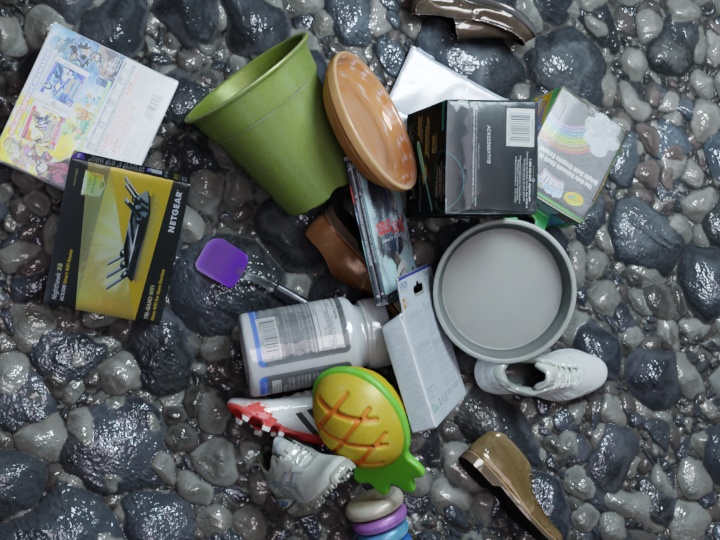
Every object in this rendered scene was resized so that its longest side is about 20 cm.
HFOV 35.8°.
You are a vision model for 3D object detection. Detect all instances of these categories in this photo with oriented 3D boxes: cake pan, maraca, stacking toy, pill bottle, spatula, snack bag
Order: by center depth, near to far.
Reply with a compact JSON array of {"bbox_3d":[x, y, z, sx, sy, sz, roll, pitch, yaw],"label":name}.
[{"bbox_3d":[0.009,0.212,1.467,0.107,0.136,0.201,-45,115,-46],"label":"maraca"},{"bbox_3d":[-0.061,0.099,1.515,0.198,0.114,0.115,-9,90,-10],"label":"pill bottle"},{"bbox_3d":[-0.131,0.020,1.551,0.199,0.021,0.057,28,101,-15],"label":"spatula"},{"bbox_3d":[0.047,0.408,1.553,0.085,0.085,0.202,-19,96,-13],"label":"stacking toy"},{"bbox_3d":[0.200,0.028,1.558,0.198,0.037,0.202,0,96,2],"label":"cake pan"},{"bbox_3d":[0.116,-0.198,1.617,0.188,0.021,0.201,27,82,-10],"label":"snack bag"}]

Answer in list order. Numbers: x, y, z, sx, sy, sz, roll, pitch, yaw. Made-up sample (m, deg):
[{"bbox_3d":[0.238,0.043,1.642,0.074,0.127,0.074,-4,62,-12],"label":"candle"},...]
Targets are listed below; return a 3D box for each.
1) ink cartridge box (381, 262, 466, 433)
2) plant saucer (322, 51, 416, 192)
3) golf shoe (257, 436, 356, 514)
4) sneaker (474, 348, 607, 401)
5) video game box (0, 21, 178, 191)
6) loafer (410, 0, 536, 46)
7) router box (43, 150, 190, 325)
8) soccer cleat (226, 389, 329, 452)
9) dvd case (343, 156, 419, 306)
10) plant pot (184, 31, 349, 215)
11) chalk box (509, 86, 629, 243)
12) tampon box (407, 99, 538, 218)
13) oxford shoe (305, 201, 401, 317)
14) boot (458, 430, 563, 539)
[{"bbox_3d":[0.082,0.099,1.516,0.040,0.199,0.202,-14,91,18],"label":"ink cartridge box"},{"bbox_3d":[0.008,-0.191,1.473,0.037,0.200,0.201,-25,95,22],"label":"plant saucer"},{"bbox_3d":[-0.082,0.261,1.467,0.078,0.200,0.097,-40,95,-33],"label":"golf shoe"},{"bbox_3d":[0.269,0.154,1.599,0.198,0.099,0.079,-1,89,-13],"label":"sneaker"},{"bbox_3d":[-0.367,-0.200,1.494,0.181,0.047,0.201,25,83,-14],"label":"video game box"},{"bbox_3d":[0.157,-0.363,1.614,0.199,0.073,0.072,20,94,-6],"label":"loafer"},{"bbox_3d":[-0.319,-0.042,1.465,0.156,0.052,0.202,11,105,-12],"label":"router box"},{"bbox_3d":[-0.085,0.195,1.539,0.198,0.069,0.086,18,71,-11],"label":"soccer cleat"},{"bbox_3d":[0.031,-0.063,1.522,0.022,0.146,0.202,-9,95,22],"label":"dvd case"},{"bbox_3d":[-0.100,-0.184,1.498,0.200,0.200,0.190,-40,109,-11],"label":"plant pot"},{"bbox_3d":[0.269,-0.138,1.599,0.124,0.124,0.201,30,83,-11],"label":"chalk box"},{"bbox_3d":[0.146,-0.146,1.509,0.125,0.200,0.151,0,92,-12],"label":"tampon box"},{"bbox_3d":[0.000,0.000,1.572,0.071,0.071,0.200,-36,100,19],"label":"oxford shoe"},{"bbox_3d":[0.234,0.316,1.605,0.075,0.074,0.200,-43,95,-21],"label":"boot"}]
